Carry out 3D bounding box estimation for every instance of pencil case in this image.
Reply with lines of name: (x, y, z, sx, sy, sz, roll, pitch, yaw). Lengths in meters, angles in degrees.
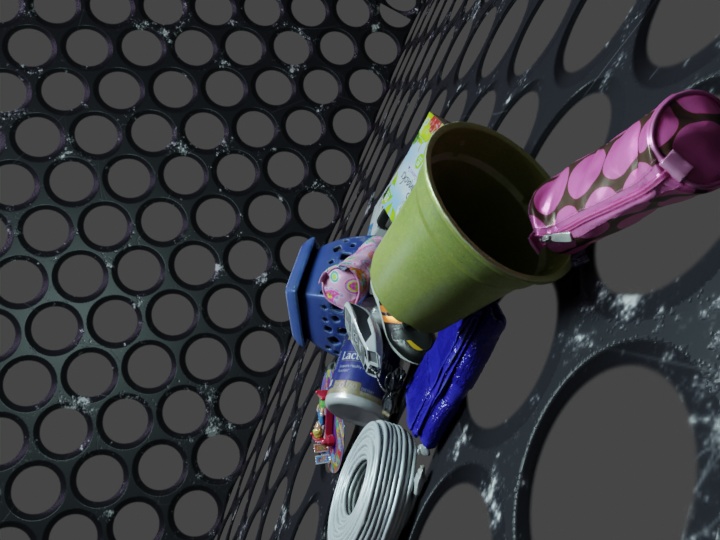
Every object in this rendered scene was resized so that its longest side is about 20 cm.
pencil case: (0.000, 0.000, 1.147, 0.088, 0.087, 0.200, -61, -12, 30)
pencil case: (0.227, -0.073, 0.546, 0.093, 0.092, 0.200, -30, -6, -21)

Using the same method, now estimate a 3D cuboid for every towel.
towel: (0.116, 0.115, 0.831, 0.148, 0.049, 0.202, -95, 29, -69)

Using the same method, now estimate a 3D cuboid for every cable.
cable: (0.015, 0.312, 0.873, 0.200, 0.068, 0.203, 167, 125, -78)

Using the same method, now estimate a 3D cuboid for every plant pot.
plant pot: (0.108, -0.027, 0.709, 0.184, 0.198, 0.203, -48, 20, 45)
plant pot: (-0.055, 0.054, 1.339, 0.202, 0.176, 0.202, -75, -12, -45)

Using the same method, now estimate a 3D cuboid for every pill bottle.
pill bottle: (0.018, 0.156, 1.078, 0.116, 0.114, 0.203, 130, 160, -59)

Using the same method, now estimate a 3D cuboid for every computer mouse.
computer mouse: (0.023, 0.124, 0.976, 0.111, 0.043, 0.201, 90, 160, -47)

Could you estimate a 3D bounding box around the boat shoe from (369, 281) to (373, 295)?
boat shoe: (0.079, 0.016, 1.146, 0.199, 0.067, 0.073, 3, -79, -70)

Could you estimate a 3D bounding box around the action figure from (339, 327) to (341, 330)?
action figure: (-0.007, 0.071, 1.579, 0.147, 0.133, 0.204, 7, 85, 36)

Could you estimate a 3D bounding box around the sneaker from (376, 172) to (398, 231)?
sneaker: (0.085, -0.162, 1.137, 0.201, 0.074, 0.117, 125, 164, -63)

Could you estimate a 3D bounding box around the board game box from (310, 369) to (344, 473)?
board game box: (-0.075, 0.302, 1.255, 0.159, 0.038, 0.202, 110, 154, -48)

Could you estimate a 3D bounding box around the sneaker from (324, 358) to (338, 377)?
sneaker: (-0.025, 0.209, 1.283, 0.199, 0.069, 0.085, 174, 94, -73)

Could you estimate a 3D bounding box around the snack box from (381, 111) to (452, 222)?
snack box: (0.115, -0.122, 0.930, 0.170, 0.067, 0.201, -61, 23, 22)

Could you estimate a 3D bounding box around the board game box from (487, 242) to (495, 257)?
board game box: (0.188, -0.070, 0.868, 0.200, 0.047, 0.103, -125, 58, -79)

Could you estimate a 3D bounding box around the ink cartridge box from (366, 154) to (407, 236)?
ink cartridge box: (0.091, -0.144, 1.460, 0.200, 0.085, 0.148, 127, 163, -50)

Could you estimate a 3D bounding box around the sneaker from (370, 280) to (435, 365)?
sneaker: (0.062, 0.049, 0.967, 0.091, 0.069, 0.202, 87, 164, -52)
